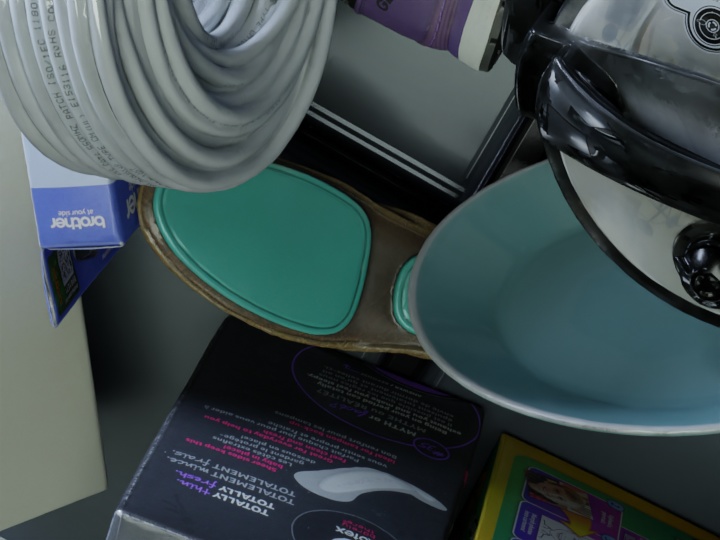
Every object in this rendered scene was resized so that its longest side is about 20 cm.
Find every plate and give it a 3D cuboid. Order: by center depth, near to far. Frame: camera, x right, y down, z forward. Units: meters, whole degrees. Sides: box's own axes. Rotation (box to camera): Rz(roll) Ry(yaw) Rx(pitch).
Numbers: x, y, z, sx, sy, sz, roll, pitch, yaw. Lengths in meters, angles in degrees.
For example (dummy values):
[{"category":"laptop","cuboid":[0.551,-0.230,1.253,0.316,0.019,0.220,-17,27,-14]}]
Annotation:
[{"category":"plate","cuboid":[0.118,0.009,1.053,0.200,0.200,0.026,-2,123,11]}]

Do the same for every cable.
[{"category":"cable","cuboid":[-0.069,-0.128,1.007,0.069,0.200,0.201,5,109,24]}]

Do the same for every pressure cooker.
[{"category":"pressure cooker","cuboid":[0.160,-0.073,0.990,0.176,0.200,0.179,-20,109,39]}]

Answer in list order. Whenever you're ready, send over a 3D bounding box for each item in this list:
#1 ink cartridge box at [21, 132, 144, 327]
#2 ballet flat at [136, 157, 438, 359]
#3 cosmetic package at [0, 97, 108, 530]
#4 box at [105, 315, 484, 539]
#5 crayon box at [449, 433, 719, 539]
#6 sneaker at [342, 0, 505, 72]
[{"category":"ink cartridge box","cuboid":[-0.102,-0.091,1.092,0.042,0.119,0.201,0,110,12]},{"category":"ballet flat","cuboid":[0.000,0.000,1.121,0.199,0.072,0.068,14,87,-16]},{"category":"cosmetic package","cuboid":[-0.168,-0.004,1.138,0.103,0.073,0.201,17,121,51]},{"category":"box","cuboid":[-0.033,0.116,1.114,0.122,0.200,0.106,20,112,2]},{"category":"crayon box","cuboid":[0.086,0.148,1.105,0.119,0.200,0.058,26,111,0]},{"category":"sneaker","cuboid":[0.042,-0.178,1.062,0.087,0.076,0.200,23,113,7]}]
